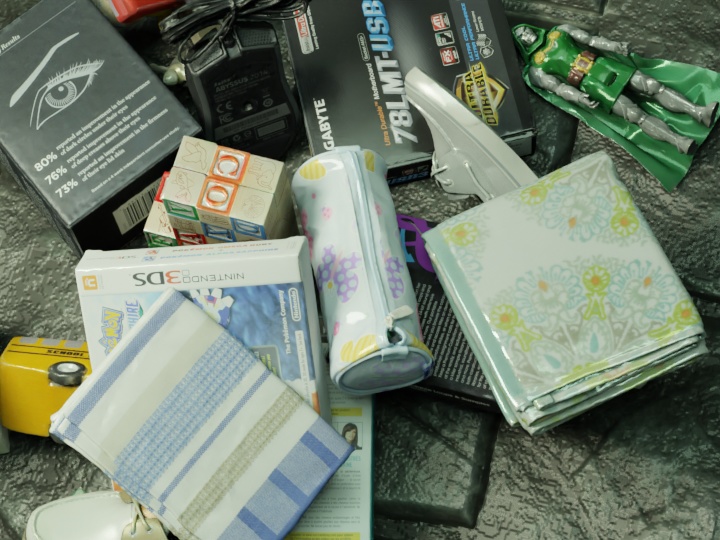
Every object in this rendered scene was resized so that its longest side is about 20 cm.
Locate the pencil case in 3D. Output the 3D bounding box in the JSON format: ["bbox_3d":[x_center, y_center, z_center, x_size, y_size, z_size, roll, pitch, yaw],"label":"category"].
[{"bbox_3d":[0.000,0.000,1.640,0.083,0.091,0.201,-12,62,-2],"label":"pencil case"}]

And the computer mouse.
[{"bbox_3d":[-0.102,-0.173,1.760,0.138,0.200,0.053,-18,49,-12],"label":"computer mouse"}]

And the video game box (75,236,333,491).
[{"bbox_3d":[-0.121,0.077,1.618,0.181,0.047,0.201,-4,110,11],"label":"video game box"}]

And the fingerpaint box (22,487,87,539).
[{"bbox_3d":[-0.215,0.304,1.632,0.167,0.073,0.200,-42,71,-13],"label":"fingerpaint box"}]

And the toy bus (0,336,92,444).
[{"bbox_3d":[-0.200,0.103,1.704,0.199,0.078,0.065,5,112,6],"label":"toy bus"}]

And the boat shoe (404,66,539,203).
[{"bbox_3d":[0.098,-0.086,1.743,0.069,0.072,0.200,-44,108,5],"label":"boat shoe"}]

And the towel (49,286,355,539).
[{"bbox_3d":[-0.120,0.127,1.569,0.200,0.024,0.147,41,77,-10],"label":"towel"}]

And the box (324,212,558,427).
[{"bbox_3d":[0.086,0.037,1.676,0.199,0.036,0.143,14,68,16],"label":"box"}]

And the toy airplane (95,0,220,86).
[{"bbox_3d":[-0.171,-0.263,1.816,0.141,0.199,0.201,-24,56,23],"label":"toy airplane"}]

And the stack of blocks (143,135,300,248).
[{"bbox_3d":[-0.116,-0.038,1.695,0.115,0.200,0.059,14,70,8],"label":"stack of blocks"}]

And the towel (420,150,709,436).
[{"bbox_3d":[0.162,0.017,1.629,0.171,0.048,0.200,-23,63,-6],"label":"towel"}]

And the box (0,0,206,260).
[{"bbox_3d":[-0.245,-0.128,1.790,0.148,0.104,0.200,-37,70,-10],"label":"box"}]

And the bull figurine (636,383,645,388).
[{"bbox_3d":[0.159,0.045,1.718,0.199,0.065,0.122,-4,64,0],"label":"bull figurine"}]

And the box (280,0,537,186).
[{"bbox_3d":[0.039,-0.178,1.823,0.198,0.050,0.201,-11,68,-3],"label":"box"}]

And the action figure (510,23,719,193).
[{"bbox_3d":[0.217,-0.166,1.806,0.200,0.055,0.118,29,76,18],"label":"action figure"}]

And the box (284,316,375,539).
[{"bbox_3d":[-0.029,0.139,1.699,0.082,0.049,0.201,0,68,3],"label":"box"}]

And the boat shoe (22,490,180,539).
[{"bbox_3d":[-0.164,0.196,1.607,0.199,0.068,0.075,-1,56,-15],"label":"boat shoe"}]

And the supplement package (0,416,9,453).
[{"bbox_3d":[-0.407,0.098,1.702,0.199,0.120,0.122,-11,69,0],"label":"supplement package"}]
